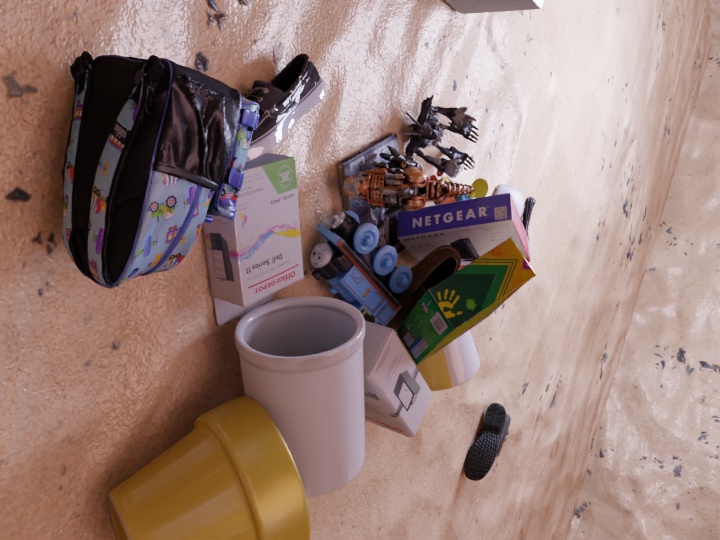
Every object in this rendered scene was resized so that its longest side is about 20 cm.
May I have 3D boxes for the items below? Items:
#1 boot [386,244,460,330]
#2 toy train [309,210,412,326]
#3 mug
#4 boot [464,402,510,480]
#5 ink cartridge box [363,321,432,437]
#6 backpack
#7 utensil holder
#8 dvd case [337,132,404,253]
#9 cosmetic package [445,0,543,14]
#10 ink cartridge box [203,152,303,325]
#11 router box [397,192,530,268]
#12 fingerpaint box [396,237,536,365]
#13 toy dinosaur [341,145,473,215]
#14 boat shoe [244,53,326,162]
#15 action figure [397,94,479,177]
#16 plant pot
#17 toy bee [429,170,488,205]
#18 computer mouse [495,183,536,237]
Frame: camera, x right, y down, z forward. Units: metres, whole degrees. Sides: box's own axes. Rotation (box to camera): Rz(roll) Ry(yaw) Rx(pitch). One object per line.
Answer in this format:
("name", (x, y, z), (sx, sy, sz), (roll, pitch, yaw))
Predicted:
("boot", (0.085, 0.037, 1.063), (0.199, 0.074, 0.076), (-43, -176, 13))
("toy train", (0.000, 0.000, 0.979), (0.115, 0.086, 0.200), (-49, 131, -6))
("mug", (0.127, 0.121, 1.160), (0.186, 0.146, 0.158), (-39, 123, -49))
("boot", (0.330, 0.442, 1.604), (0.204, 0.066, 0.131), (-63, 148, -17))
("ink cartridge box", (0.011, 0.163, 1.003), (0.085, 0.142, 0.202), (-58, 141, -24))
("backpack", (-0.199, -0.087, 0.607), (0.132, 0.180, 0.207), (8, 97, -47))
("utensil holder", (-0.073, 0.163, 0.842), (0.168, 0.166, 0.207), (-26, 122, -47))
("dvd case", (0.025, -0.103, 1.051), (0.148, 0.016, 0.206), (-37, 128, -43))
("cosmetic package", (0.200, -0.537, 1.032), (0.197, 0.163, 0.173), (5, 97, -53))
("ink cartridge box", (-0.133, -0.034, 0.809), (0.116, 0.066, 0.207), (-27, 122, -47))
("router box", (0.181, -0.057, 1.110), (0.179, 0.194, 0.050), (41, 46, -57))
("fingerpaint box", (0.158, 0.052, 1.006), (0.164, 0.074, 0.201), (-30, 166, -20))
("toy dinosaur", (0.068, -0.120, 0.970), (0.195, 0.136, 0.105), (23, 100, -13))
("boat shoe", (-0.112, -0.205, 0.789), (0.201, 0.068, 0.067), (-50, 129, -34))
("action figure", (0.149, -0.231, 1.112), (0.198, 0.100, 0.122), (-4, 115, -55))
("plant pot", (-0.184, 0.278, 0.748), (0.185, 0.199, 0.207), (-19, 117, -31))
("toy bee", (0.171, -0.132, 1.163), (0.200, 0.128, 0.111), (48, 23, -52))
("computer mouse", (0.363, -0.138, 1.483), (0.198, 0.043, 0.113), (22, 84, -54))
